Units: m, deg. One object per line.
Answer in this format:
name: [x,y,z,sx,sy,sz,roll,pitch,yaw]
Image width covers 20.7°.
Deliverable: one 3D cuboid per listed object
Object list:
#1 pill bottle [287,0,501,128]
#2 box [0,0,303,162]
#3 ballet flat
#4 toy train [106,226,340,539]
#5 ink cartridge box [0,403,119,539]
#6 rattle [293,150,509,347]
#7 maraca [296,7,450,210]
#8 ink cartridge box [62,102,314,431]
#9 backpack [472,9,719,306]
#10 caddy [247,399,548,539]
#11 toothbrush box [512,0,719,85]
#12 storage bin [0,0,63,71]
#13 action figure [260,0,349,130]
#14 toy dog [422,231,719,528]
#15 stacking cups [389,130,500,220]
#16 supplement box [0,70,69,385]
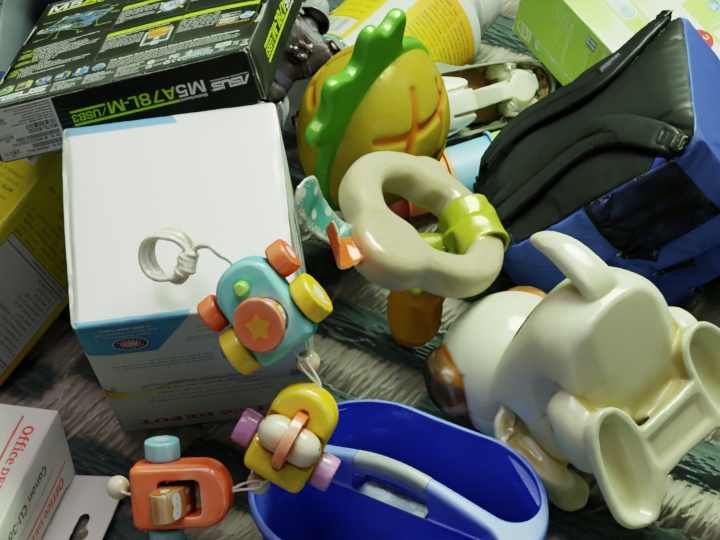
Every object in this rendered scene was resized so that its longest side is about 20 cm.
pill bottle: [0.030,-0.186,1.633,0.112,0.113,0.200,22,49,29]
box: [-0.148,-0.154,1.382,0.198,0.048,0.194,-12,25,13]
ballet flat: [0.081,-0.137,1.562,0.199,0.068,0.063,-17,7,-44]
toy train: [-0.087,0.078,1.200,0.149,0.202,0.056,3,10,8]
ink cartridge box: [-0.270,0.149,1.331,0.198,0.068,0.117,5,43,14]
rattle: [0.000,0.000,1.338,0.131,0.143,0.200,57,36,3]
maraca: [0.007,-0.113,1.418,0.106,0.200,0.138,29,79,16]
ink cartridge box: [-0.112,0.004,1.346,0.145,0.200,0.147,-7,66,0]
backpack: [0.189,-0.050,1.424,0.199,0.168,0.163,-28,30,26]
caddy: [0.024,0.158,1.251,0.199,0.106,0.142,19,48,26]
toothbrush box: [0.241,-0.183,1.580,0.145,0.086,0.200,-28,65,-23]
storage bin: [-0.181,-0.166,1.602,0.198,0.134,0.147,1,79,8]
action figure: [-0.076,-0.133,1.489,0.201,0.130,0.069,-61,17,-18]
toy dog: [0.125,0.069,1.291,0.140,0.194,0.199,-48,21,-21]
stacking cups: [0.090,-0.074,1.547,0.198,0.061,0.061,-19,42,-8]
supplement box: [-0.271,-0.026,1.451,0.109,0.109,0.200,29,74,35]
